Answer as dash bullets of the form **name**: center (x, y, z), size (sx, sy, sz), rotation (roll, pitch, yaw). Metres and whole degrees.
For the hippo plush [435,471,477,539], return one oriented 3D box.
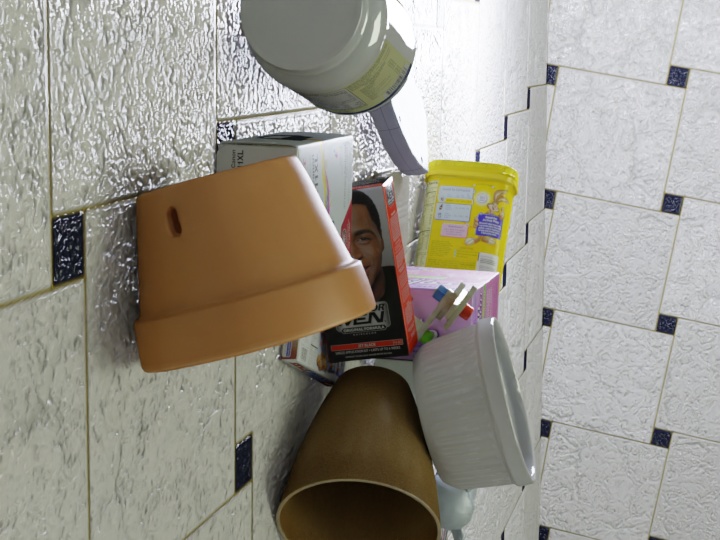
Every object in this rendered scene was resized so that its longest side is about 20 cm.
- **hippo plush**: center (0.082, 0.289, 1.893), size (0.200, 0.160, 0.160), rotation (-42, 134, -69)

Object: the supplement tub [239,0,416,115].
- **supplement tub**: center (-0.031, -0.242, 1.378), size (0.200, 0.144, 0.146), rotation (14, 80, -75)

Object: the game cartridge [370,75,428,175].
- **game cartridge**: center (0.051, -0.215, 1.848), size (0.200, 0.041, 0.134), rotation (54, 35, -61)

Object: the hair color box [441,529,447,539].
- **hair color box**: center (0.091, 0.397, 2.149), size (0.200, 0.060, 0.099), rotation (72, 26, -52)

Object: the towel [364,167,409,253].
- **towel**: center (0.033, -0.072, 1.881), size (0.200, 0.034, 0.133), rotation (-27, 120, -74)

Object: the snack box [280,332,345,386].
- **snack box**: center (-0.051, 0.088, 1.611), size (0.200, 0.024, 0.072), rotation (44, 50, -71)

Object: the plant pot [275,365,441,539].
- **plant pot**: center (0.007, 0.215, 1.591), size (0.187, 0.186, 0.201), rotation (77, 15, -46)

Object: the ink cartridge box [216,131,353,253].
- **ink cartridge box**: center (-0.073, -0.062, 1.383), size (0.200, 0.082, 0.146), rotation (-30, 123, -73)

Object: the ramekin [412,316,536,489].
- **ramekin**: center (0.133, 0.163, 1.613), size (0.200, 0.105, 0.201), rotation (-15, 90, -79)

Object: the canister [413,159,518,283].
- **canister**: center (0.163, -0.064, 2.153), size (0.087, 0.148, 0.201), rotation (55, 43, -67)

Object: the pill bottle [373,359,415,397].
- **pill bottle**: center (0.079, 0.159, 1.951), size (0.200, 0.110, 0.111), rotation (43, 52, -71)

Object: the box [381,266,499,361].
- **box**: center (0.080, 0.055, 1.807), size (0.200, 0.175, 0.097), rotation (-26, 119, -72)

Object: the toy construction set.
- **toy construction set**: center (0.042, 0.022, 1.660), size (0.131, 0.200, 0.092), rotation (-53, 161, -14)

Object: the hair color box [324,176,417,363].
- **hair color box**: center (0.000, 0.000, 1.578), size (0.061, 0.101, 0.201), rotation (-47, 129, -72)

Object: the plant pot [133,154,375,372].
- **plant pot**: center (-0.099, -0.011, 1.122), size (0.200, 0.199, 0.141), rotation (-28, 105, -73)
